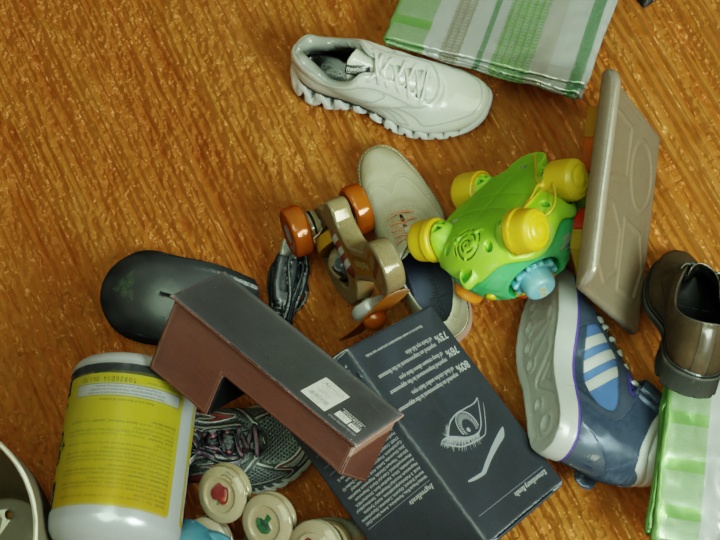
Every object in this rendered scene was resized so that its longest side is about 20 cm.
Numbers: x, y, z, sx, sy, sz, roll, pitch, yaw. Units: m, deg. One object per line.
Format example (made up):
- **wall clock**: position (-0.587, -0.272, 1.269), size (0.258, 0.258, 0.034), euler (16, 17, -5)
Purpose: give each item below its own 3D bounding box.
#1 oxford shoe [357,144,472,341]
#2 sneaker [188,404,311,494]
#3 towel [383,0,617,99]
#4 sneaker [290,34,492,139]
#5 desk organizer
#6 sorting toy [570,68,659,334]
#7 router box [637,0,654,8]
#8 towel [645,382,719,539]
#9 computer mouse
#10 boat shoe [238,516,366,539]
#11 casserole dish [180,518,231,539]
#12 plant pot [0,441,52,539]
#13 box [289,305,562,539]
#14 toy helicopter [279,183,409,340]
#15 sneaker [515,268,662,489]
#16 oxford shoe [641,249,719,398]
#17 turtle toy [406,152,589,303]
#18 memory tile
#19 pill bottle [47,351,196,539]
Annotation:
- **oxford shoe**: position (0.051, -0.032, 1.465), size (0.070, 0.074, 0.202), euler (-26, 75, 0)
- **sneaker**: position (-0.137, 0.163, 1.444), size (0.197, 0.075, 0.082), euler (-7, 76, 5)
- **towel**: position (0.136, -0.242, 1.514), size (0.198, 0.031, 0.150), euler (16, 59, 13)
- **sneaker**: position (0.025, -0.176, 1.500), size (0.198, 0.081, 0.076), euler (12, 77, 8)
- **desk organizer**: position (-0.072, 0.096, 1.295), size (0.199, 0.072, 0.077), euler (37, 123, 19)
- **sorting toy**: position (0.219, -0.055, 1.387), size (0.036, 0.200, 0.187), euler (4, 77, 22)
- **router box**: position (0.307, -0.328, 1.437), size (0.149, 0.200, 0.051), euler (-35, 77, -2)
- **towel**: position (0.342, 0.175, 1.366), size (0.198, 0.031, 0.151), euler (13, 75, -12)
- **computer mouse**: position (-0.152, 0.027, 1.488), size (0.198, 0.053, 0.140), euler (9, 79, 9)
- **boat shoe**: position (-0.084, 0.265, 1.420), size (0.198, 0.065, 0.073), euler (-23, 84, 20)
- **casserole dish**: position (-0.171, 0.309, 1.390), size (0.121, 0.039, 0.201), euler (46, 114, 19)
- **plant pot**: position (-0.339, 0.234, 1.387), size (0.185, 0.200, 0.190), euler (-1, 77, 6)
- **box**: position (0.052, 0.152, 1.362), size (0.104, 0.148, 0.201), euler (-42, 78, 34)
- **toy helicopter**: position (0.000, 0.000, 1.408), size (0.078, 0.200, 0.134), euler (-19, 100, -14)
- **sneaker**: position (0.220, 0.101, 1.424), size (0.145, 0.081, 0.202), euler (19, 48, -20)
- **oxford shoe**: position (0.288, 0.025, 1.370), size (0.072, 0.201, 0.085), euler (11, 116, -4)
- **turtle toy**: position (0.145, -0.039, 1.414), size (0.200, 0.145, 0.102), euler (-46, 118, -37)
- **memory tile**: position (-0.074, 0.270, 1.364), size (0.199, 0.017, 0.155), euler (27, 106, 24)
- **pill bottle**: position (-0.201, 0.179, 1.340), size (0.111, 0.112, 0.202), euler (2, 65, 7)
